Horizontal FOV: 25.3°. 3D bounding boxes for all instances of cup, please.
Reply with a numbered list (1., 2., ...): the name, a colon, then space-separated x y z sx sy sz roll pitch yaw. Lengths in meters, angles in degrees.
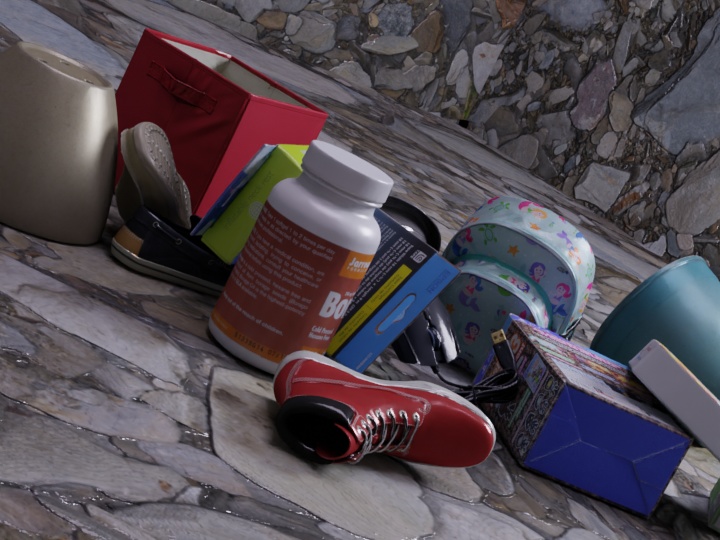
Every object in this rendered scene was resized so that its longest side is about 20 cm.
1. cup: -0.314 -0.135 1.554 0.199 0.144 0.200 26 12 -6

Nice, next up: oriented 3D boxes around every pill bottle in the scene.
1. pill bottle: -0.050 -0.011 1.467 0.112 0.201 0.112 26 12 -6

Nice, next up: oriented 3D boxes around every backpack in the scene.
1. backpack: 0.165 0.025 1.819 0.177 0.201 0.151 31 32 11

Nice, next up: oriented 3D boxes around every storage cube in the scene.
1. storage cube: -0.178 -0.147 1.828 0.170 0.181 0.200 33 14 26

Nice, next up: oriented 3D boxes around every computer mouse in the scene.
1. computer mouse: 0.086 0.055 1.623 0.140 0.046 0.201 -6 51 -29

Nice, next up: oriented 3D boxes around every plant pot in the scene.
1. plant pot: 0.432 0.118 2.083 0.188 0.200 0.200 50 21 25

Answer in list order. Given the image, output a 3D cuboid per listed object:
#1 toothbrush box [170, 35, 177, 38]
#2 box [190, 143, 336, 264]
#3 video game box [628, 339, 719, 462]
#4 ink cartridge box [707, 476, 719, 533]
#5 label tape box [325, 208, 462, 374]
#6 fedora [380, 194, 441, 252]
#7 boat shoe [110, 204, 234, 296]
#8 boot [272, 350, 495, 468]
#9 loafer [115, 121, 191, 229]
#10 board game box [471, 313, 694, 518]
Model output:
1. toothbrush box: -0.222 -0.199 2.037 0.086 0.146 0.200 22 13 -19
2. box: -0.079 -0.066 1.582 0.048 0.122 0.200 43 15 11
3. video game box: 0.363 0.157 1.665 0.200 0.047 0.182 46 3 6
4. ink cartridge box: 0.477 0.290 1.744 0.199 0.048 0.145 30 12 8
5. label tape box: 0.005 0.023 1.570 0.200 0.144 0.063 39 -8 45
6. fedora: 0.000 0.000 1.735 0.199 0.177 0.091 18 44 -37
7. boat shoe: -0.158 -0.018 1.604 0.199 0.063 0.075 18 13 -44
8. boot: 0.023 0.137 1.328 0.199 0.073 0.144 17 13 -9
9. loafer: -0.215 -0.081 1.618 0.200 0.068 0.076 77 1 -65
10. board game box: 0.224 0.147 1.664 0.159 0.097 0.200 24 12 -17
